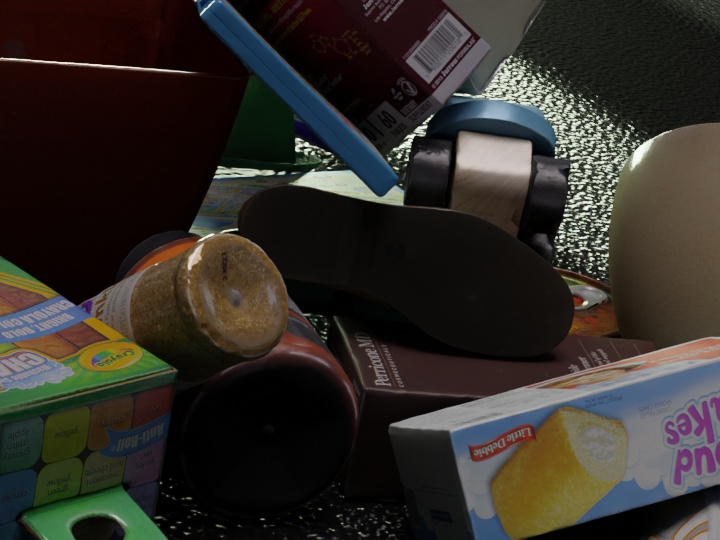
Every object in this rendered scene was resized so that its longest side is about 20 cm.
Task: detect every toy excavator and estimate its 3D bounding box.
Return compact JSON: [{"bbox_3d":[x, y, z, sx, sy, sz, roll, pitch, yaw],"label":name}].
[{"bbox_3d":[0.077,-0.067,1.813,0.100,0.195,0.200,9,49,-1],"label":"toy excavator"}]

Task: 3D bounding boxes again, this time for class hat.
[{"bbox_3d":[-0.090,-0.167,1.954,0.200,0.177,0.166,3,10,-34],"label":"hat"}]

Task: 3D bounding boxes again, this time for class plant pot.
[{"bbox_3d":[0.235,0.025,1.703,0.200,0.200,0.135,15,60,11],"label":"plant pot"},{"bbox_3d":[-0.200,-0.078,1.727,0.199,0.177,0.200,3,23,-20],"label":"plant pot"}]

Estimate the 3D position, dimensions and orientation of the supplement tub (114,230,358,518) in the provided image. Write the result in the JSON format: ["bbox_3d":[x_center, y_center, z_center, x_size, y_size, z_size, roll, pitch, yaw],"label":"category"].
[{"bbox_3d":[-0.079,0.048,1.566,0.107,0.107,0.200,2,24,-21],"label":"supplement tub"}]

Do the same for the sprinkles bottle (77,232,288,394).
[{"bbox_3d":[-0.122,0.041,1.463,0.068,0.068,0.200,-12,-9,-44],"label":"sprinkles bottle"}]

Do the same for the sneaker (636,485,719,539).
[{"bbox_3d":[0.150,0.162,1.444,0.092,0.076,0.200,5,21,-2],"label":"sneaker"}]

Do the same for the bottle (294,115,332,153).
[{"bbox_3d":[-0.066,-0.147,2.105,0.200,0.065,0.083,25,27,31],"label":"bottle"}]

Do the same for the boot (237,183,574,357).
[{"bbox_3d":[0.025,-0.006,1.600,0.200,0.074,0.075,19,0,-8],"label":"boot"}]

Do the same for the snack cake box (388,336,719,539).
[{"bbox_3d":[0.128,0.090,1.493,0.200,0.067,0.115,-14,1,-15],"label":"snack cake box"}]

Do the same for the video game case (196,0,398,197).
[{"bbox_3d":[-0.040,-0.108,1.639,0.143,0.018,0.200,45,3,-9],"label":"video game case"}]

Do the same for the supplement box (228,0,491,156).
[{"bbox_3d":[-0.027,-0.168,1.728,0.200,0.109,0.061,43,60,-5],"label":"supplement box"}]

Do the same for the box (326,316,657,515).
[{"bbox_3d":[0.082,0.083,1.603,0.199,0.075,0.100,3,23,-14],"label":"box"}]

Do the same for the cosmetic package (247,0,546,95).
[{"bbox_3d":[0.007,-0.184,1.826,0.200,0.087,0.103,8,49,36],"label":"cosmetic package"}]

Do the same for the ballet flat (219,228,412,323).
[{"bbox_3d":[0.000,0.000,1.695,0.200,0.069,0.071,6,23,25],"label":"ballet flat"}]

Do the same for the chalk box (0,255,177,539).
[{"bbox_3d":[-0.177,0.090,1.391,0.124,0.124,0.200,-12,31,-44],"label":"chalk box"}]

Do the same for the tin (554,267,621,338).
[{"bbox_3d":[0.088,0.040,1.757,0.200,0.042,0.112,-13,36,-44],"label":"tin"}]

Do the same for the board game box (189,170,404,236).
[{"bbox_3d":[-0.042,-0.023,1.854,0.200,0.034,0.134,-4,26,-33],"label":"board game box"}]
